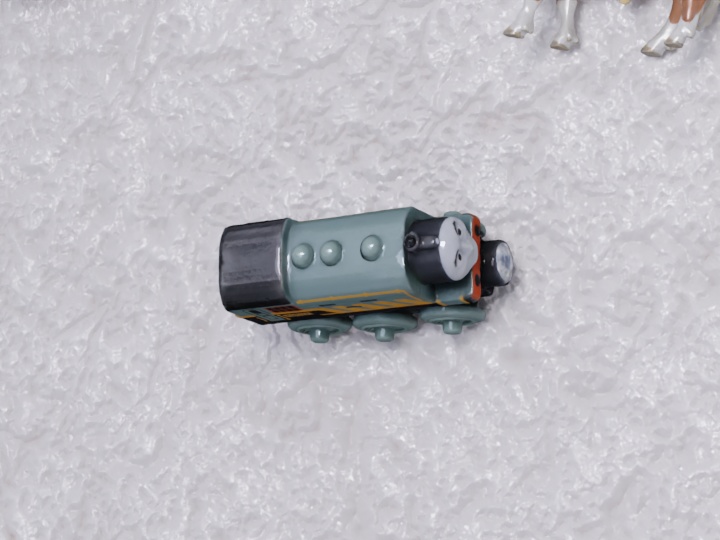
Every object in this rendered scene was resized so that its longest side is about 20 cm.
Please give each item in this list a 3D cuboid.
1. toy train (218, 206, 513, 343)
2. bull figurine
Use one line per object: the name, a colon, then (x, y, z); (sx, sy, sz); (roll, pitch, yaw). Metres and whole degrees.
toy train: (0.000, 0.000, 1.456); (0.199, 0.114, 0.086); (-5, 77, 29)
bull figurine: (0.157, -0.209, 1.442); (0.199, 0.065, 0.123); (7, 86, 33)
